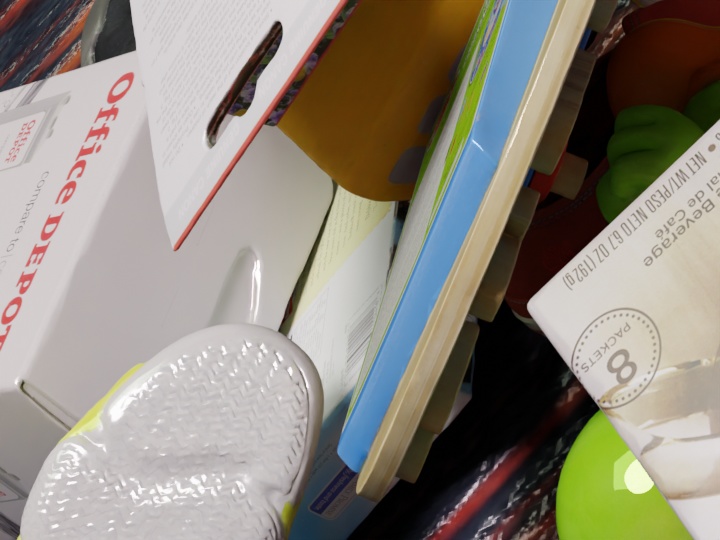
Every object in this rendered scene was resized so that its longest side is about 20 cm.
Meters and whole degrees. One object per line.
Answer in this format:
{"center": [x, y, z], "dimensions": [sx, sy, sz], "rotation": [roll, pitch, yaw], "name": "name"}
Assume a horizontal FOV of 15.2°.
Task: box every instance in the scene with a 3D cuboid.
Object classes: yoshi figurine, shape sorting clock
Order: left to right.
{"center": [0.041, -0.031, 0.727], "dimensions": [0.200, 0.039, 0.201], "rotation": [-161, 90, -88], "name": "shape sorting clock"}
{"center": [0.088, 0.022, 0.709], "dimensions": [0.112, 0.112, 0.201], "rotation": [-47, 27, 25], "name": "yoshi figurine"}

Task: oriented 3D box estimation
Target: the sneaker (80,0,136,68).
{"center": [-0.063, -0.070, 1.102], "dimensions": [0.114, 0.076, 0.200], "rotation": [-30, 36, 33], "name": "sneaker"}

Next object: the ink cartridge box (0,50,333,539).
{"center": [-0.121, 0.013, 0.938], "dimensions": [0.199, 0.083, 0.147], "rotation": [-12, 46, 46], "name": "ink cartridge box"}

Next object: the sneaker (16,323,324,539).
{"center": [-0.075, 0.104, 0.835], "dimensions": [0.201, 0.076, 0.105], "rotation": [-56, -5, 1], "name": "sneaker"}

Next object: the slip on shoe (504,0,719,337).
{"center": [0.110, -0.060, 0.822], "dimensions": [0.200, 0.061, 0.074], "rotation": [-40, 26, 18], "name": "slip on shoe"}

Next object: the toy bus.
{"center": [0.047, -0.120, 0.820], "dimensions": [0.065, 0.078, 0.201], "rotation": [45, 121, 27], "name": "toy bus"}

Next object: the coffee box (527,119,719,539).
{"center": [0.137, 0.047, 0.542], "dimensions": [0.113, 0.080, 0.200], "rotation": [-44, 49, 11], "name": "coffee box"}

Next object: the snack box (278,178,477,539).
{"center": [0.000, 0.000, 0.918], "dimensions": [0.116, 0.037, 0.201], "rotation": [-51, 21, 38], "name": "snack box"}

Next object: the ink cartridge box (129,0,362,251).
{"center": [-0.024, -0.107, 0.799], "dimensions": [0.109, 0.050, 0.201], "rotation": [-53, 35, 37], "name": "ink cartridge box"}

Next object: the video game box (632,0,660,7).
{"center": [0.029, -0.191, 0.983], "dimensions": [0.047, 0.182, 0.200], "rotation": [-44, 27, 4], "name": "video game box"}
